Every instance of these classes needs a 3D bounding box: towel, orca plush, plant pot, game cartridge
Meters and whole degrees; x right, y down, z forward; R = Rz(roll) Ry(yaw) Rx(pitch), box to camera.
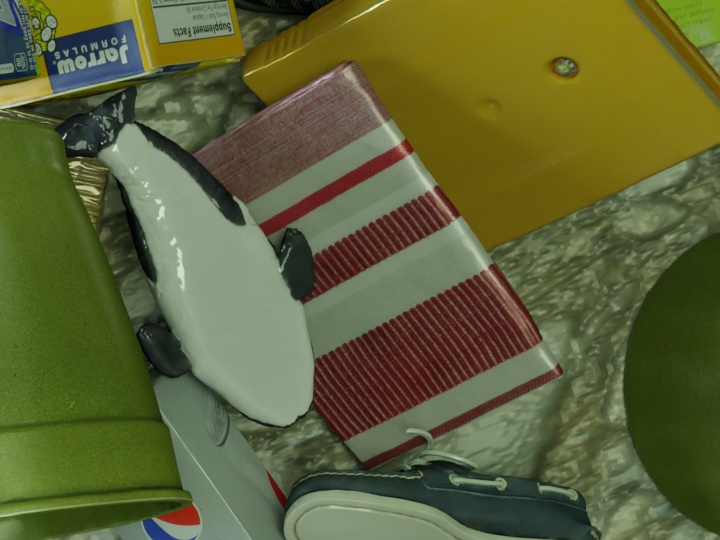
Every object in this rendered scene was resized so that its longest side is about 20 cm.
[{"bbox_3d":[0.000,0.000,1.368,0.200,0.144,0.023,55,35,-10],"label":"towel"},{"bbox_3d":[-0.098,-0.003,1.354,0.200,0.071,0.105,43,75,-23],"label":"orca plush"},{"bbox_3d":[0.265,0.064,1.401,0.187,0.200,0.187,0,89,-16],"label":"plant pot"},{"bbox_3d":[-0.193,0.033,1.247,0.200,0.200,0.193,-7,81,-16],"label":"plant pot"},{"bbox_3d":[0.068,-0.094,1.348,0.176,0.200,0.032,44,37,-31],"label":"game cartridge"}]

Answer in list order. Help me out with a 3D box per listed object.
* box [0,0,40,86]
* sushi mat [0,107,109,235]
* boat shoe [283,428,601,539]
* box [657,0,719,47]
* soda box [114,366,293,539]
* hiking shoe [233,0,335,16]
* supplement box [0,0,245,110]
[{"bbox_3d":[-0.213,-0.183,1.243,0.064,0.070,0.200,-7,95,27],"label":"box"},{"bbox_3d":[-0.230,-0.049,1.358,0.200,0.012,0.096,12,88,-15],"label":"sushi mat"},{"bbox_3d":[0.045,0.130,1.392,0.200,0.075,0.062,10,52,-27],"label":"boat shoe"},{"bbox_3d":[0.126,-0.204,1.356,0.122,0.048,0.200,-14,121,-3],"label":"box"},{"bbox_3d":[-0.070,0.146,1.363,0.063,0.068,0.200,-31,98,20],"label":"soda box"},{"bbox_3d":[-0.013,-0.166,1.375,0.200,0.101,0.076,19,82,-16],"label":"hiking shoe"},{"bbox_3d":[-0.148,-0.189,1.313,0.109,0.109,0.200,-11,93,24],"label":"supplement box"}]
